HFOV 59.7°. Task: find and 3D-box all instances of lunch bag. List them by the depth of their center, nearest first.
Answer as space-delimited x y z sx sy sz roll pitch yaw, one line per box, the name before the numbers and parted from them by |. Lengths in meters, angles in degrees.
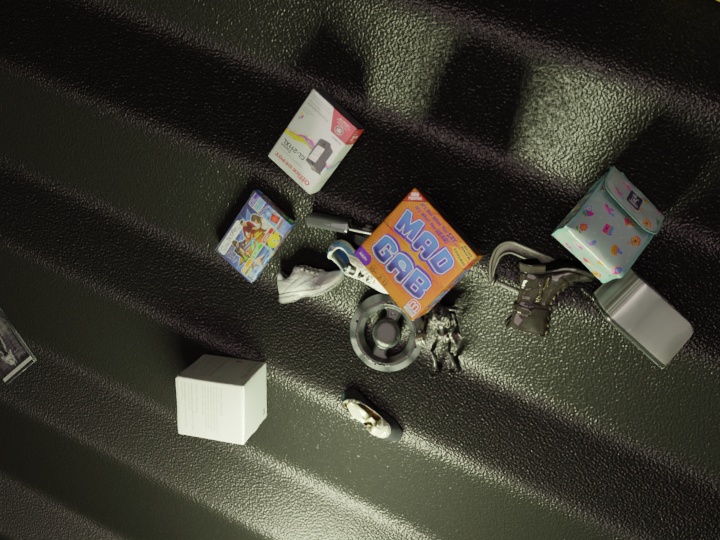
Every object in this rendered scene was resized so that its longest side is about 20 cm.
lunch bag | 0.552 -0.105 1.376 0.170 0.122 0.200 43 85 4

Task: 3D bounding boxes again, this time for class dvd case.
dvd case | -1.115 0.235 1.956 0.147 0.016 0.203 -34 92 18

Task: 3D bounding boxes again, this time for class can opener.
can opener | -0.042 -0.097 1.572 0.194 0.053 0.069 11 105 13

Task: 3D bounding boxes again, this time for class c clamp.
c clamp | 0.390 0.030 1.502 0.196 0.027 0.174 29 109 6

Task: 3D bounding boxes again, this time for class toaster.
toaster | 0.609 0.089 1.380 0.199 0.181 0.119 41 107 1

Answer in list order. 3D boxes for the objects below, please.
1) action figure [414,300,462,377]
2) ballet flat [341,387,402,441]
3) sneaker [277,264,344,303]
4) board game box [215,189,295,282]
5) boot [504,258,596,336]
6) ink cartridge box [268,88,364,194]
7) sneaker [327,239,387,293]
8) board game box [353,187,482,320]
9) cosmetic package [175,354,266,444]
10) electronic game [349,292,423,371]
action figure | 0.198 0.160 1.546 0.115 0.102 0.206 -6 105 17
ballet flat | 0.026 0.396 1.665 0.199 0.073 0.074 41 110 2
sneaker | -0.134 0.025 1.618 0.194 0.074 0.090 -14 95 17
board game box | -0.278 -0.089 1.645 0.135 0.034 0.201 41 110 3
boot | 0.441 0.067 1.464 0.193 0.069 0.180 5 107 4
ink cartridge box | -0.108 -0.311 1.522 0.145 0.083 0.201 40 109 2
sneaker | 0.000 0.000 1.569 0.198 0.073 0.073 35 132 8
board game box | 0.138 -0.036 1.434 0.200 0.200 0.201 -45 80 11
cosmetic package | -0.373 0.345 1.706 0.194 0.167 0.172 5 104 12
electronic game | 0.068 0.159 1.610 0.193 0.042 0.207 1 98 8
